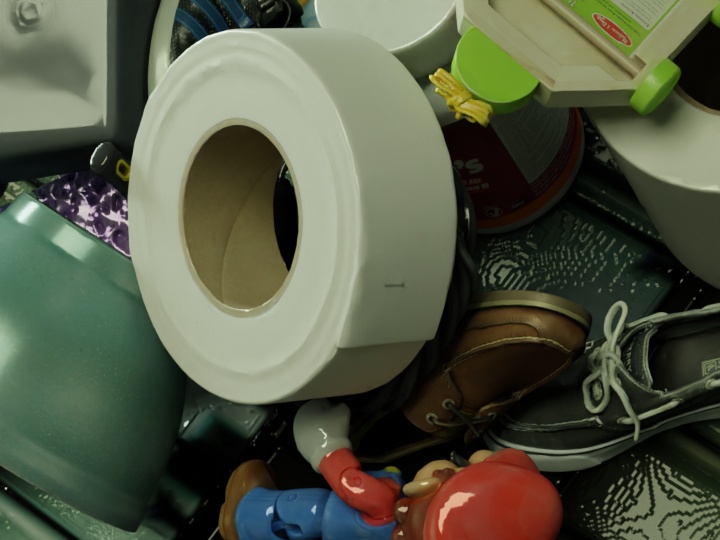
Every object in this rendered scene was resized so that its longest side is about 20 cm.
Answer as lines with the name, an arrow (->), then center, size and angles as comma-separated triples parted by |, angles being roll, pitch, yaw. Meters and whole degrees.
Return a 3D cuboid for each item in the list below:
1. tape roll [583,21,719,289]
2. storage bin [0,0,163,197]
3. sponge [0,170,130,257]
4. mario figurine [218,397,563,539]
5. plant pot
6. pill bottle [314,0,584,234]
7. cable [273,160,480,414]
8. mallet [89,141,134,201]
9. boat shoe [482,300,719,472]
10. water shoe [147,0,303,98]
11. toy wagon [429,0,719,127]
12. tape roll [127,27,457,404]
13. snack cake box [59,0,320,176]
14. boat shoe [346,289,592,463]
tape roll -> 0.234, -0.100, 1.661 | 0.202, 0.139, 0.204 | -10, 60, 19
storage bin -> -0.187, -0.142, 1.780 | 0.134, 0.145, 0.201 | -2, 83, 18
sponge -> -0.169, -0.002, 1.823 | 0.199, 0.030, 0.112 | -26, 81, 8
mario figurine -> 0.028, 0.129, 1.641 | 0.199, 0.123, 0.107 | -6, 74, 37
plant pot -> -0.178, 0.040, 1.713 | 0.200, 0.200, 0.134 | 32, 89, 33
pill bottle -> 0.050, -0.111, 1.708 | 0.109, 0.200, 0.110 | -10, 60, 18
cable -> 0.000, 0.000, 1.653 | 0.200, 0.051, 0.164 | 4, 86, 59
mallet -> -0.092, -0.004, 1.718 | 0.041, 0.200, 0.066 | 5, 70, 42
boat shoe -> 0.154, 0.058, 1.651 | 0.198, 0.068, 0.074 | -10, 59, 21
water shoe -> -0.076, -0.145, 1.779 | 0.079, 0.072, 0.201 | -3, 66, 18
toy wagon -> 0.109, -0.148, 1.591 | 0.155, 0.040, 0.200 | 41, 71, 10
tape roll -> -0.039, -0.029, 1.606 | 0.202, 0.071, 0.204 | 5, 96, 48
snack cake box -> -0.106, -0.137, 1.871 | 0.199, 0.067, 0.115 | -18, 59, 14
boat shoe -> 0.058, 0.065, 1.656 | 0.200, 0.072, 0.068 | -26, 44, 56
